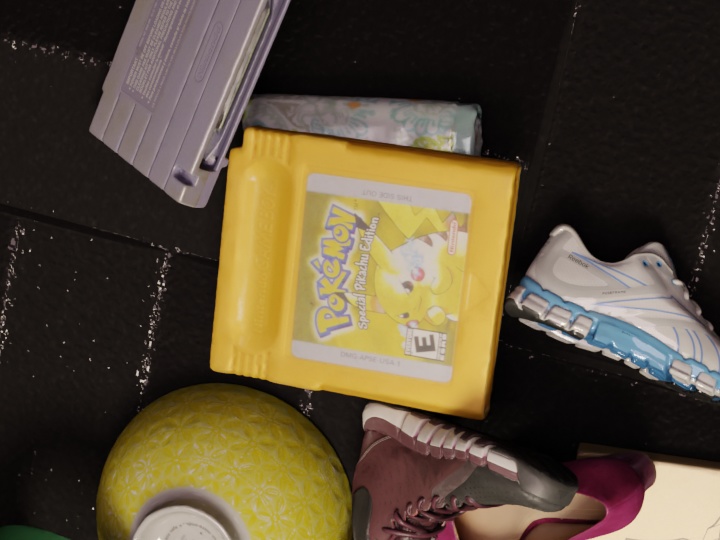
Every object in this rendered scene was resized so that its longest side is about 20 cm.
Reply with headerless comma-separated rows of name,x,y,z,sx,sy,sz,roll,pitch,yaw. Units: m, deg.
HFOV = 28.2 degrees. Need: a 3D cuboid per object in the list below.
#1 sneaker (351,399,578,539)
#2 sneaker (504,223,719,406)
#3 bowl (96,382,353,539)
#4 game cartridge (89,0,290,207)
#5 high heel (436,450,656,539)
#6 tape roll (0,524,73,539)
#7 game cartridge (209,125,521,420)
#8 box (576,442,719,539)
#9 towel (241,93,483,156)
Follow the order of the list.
sneaker,0.060,0.163,0.965,0.076,0.200,0.116,20,86,-33
sneaker,0.204,0.029,0.966,0.200,0.075,0.087,26,82,-2
bowl,-0.113,0.191,1.043,0.200,0.108,0.201,2,101,13
game cartridge,-0.112,-0.160,0.986,0.130,0.038,0.200,39,110,43
high heel,0.102,0.169,0.985,0.200,0.096,0.068,-27,84,28
tape roll,-0.201,0.267,1.048,0.200,0.048,0.201,22,144,17
game cartridge,0.000,0.000,0.975,0.200,0.032,0.177,8,102,12
box,0.243,0.214,1.013,0.200,0.021,0.164,7,101,12
towel,-0.001,-0.022,1.011,0.171,0.048,0.200,3,101,11
